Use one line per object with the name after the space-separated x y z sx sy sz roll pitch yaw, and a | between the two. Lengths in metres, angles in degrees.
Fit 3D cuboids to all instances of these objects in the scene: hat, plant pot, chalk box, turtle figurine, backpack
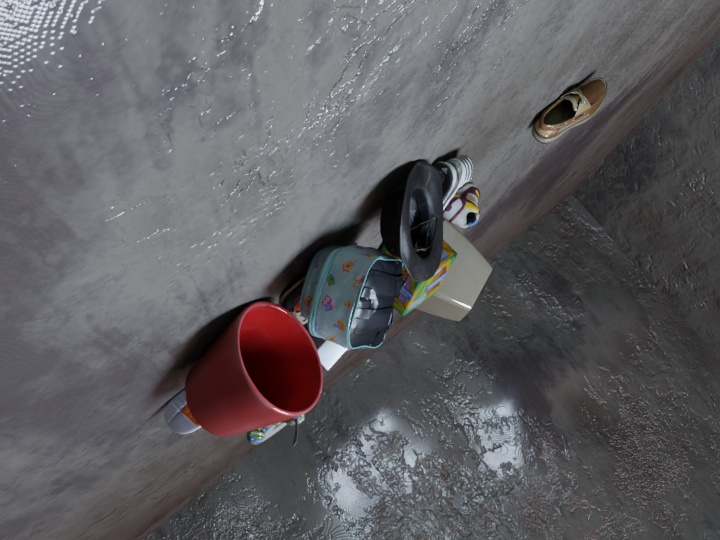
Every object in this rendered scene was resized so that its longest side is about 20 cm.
0.080 -0.083 1.027 0.080 0.205 0.199 5 -165 32 | hat
0.236 0.021 1.604 0.202 0.175 0.200 -58 174 -17 | plant pot
0.111 0.007 1.367 0.124 0.124 0.201 -32 157 -31 | chalk box
-0.177 0.255 1.220 0.201 0.141 0.198 91 9 -70 | turtle figurine
-0.018 0.041 1.023 0.200 0.151 0.179 -5 114 -77 | backpack
-0.191 0.182 1.016 0.176 0.203 0.200 -32 173 27 | plant pot

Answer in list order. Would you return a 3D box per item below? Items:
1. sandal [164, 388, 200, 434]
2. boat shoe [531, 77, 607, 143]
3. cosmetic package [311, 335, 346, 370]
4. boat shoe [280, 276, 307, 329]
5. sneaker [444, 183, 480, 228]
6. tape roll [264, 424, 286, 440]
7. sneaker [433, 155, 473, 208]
-0.282 0.238 1.161 0.206 0.079 0.059 -40 162 -8 | sandal
0.472 -0.362 1.334 0.199 0.076 0.074 -40 165 -5 | boat shoe
-0.059 0.115 1.234 0.151 0.052 0.200 -44 -164 -11 | cosmetic package
-0.111 0.073 1.135 0.071 0.063 0.201 -32 165 -24 | boat shoe
0.239 -0.141 1.371 0.075 0.091 0.199 -46 166 33 | sneaker
-0.214 0.309 1.493 0.201 0.140 0.203 -37 168 -9 | tape roll
0.158 -0.141 1.153 0.114 0.076 0.201 -28 161 -37 | sneaker
